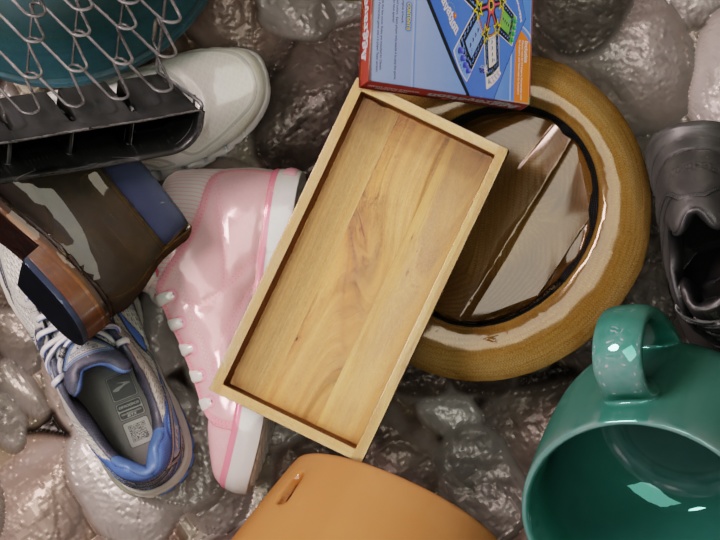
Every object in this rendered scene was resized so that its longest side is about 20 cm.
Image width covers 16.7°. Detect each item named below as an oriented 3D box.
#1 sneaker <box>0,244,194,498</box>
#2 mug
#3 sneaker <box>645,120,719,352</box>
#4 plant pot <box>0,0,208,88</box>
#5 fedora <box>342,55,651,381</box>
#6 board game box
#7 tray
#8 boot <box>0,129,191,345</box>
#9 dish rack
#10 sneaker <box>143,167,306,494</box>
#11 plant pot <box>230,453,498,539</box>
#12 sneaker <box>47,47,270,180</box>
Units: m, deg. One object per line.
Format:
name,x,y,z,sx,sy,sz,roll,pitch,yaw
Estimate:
sneaker,-0.161,0.044,1.487,0.077,0.085,0.200,-31,87,0
mug,0.186,0.106,1.434,0.152,0.114,0.185,26,128,5
sneaker,0.209,0.010,1.440,0.076,0.091,0.200,-13,130,18
plant pot,-0.190,-0.235,1.421,0.200,0.188,0.200,-2,70,7
fedora,0.079,-0.032,1.485,0.200,0.082,0.201,0,90,3
board game box,0.053,-0.198,1.435,0.103,0.019,0.200,7,78,-19
tray,0.000,0.000,1.429,0.098,0.037,0.200,25,90,4
boot,-0.190,-0.061,1.439,0.097,0.075,0.200,-38,91,-20
dish rack,-0.158,-0.149,1.341,0.153,0.055,0.200,-12,132,-26
sneaker,-0.095,0.032,1.493,0.104,0.075,0.201,7,85,4
plant pot,-0.004,0.199,1.433,0.200,0.200,0.140,25,73,3
sneaker,-0.150,-0.088,1.496,0.200,0.081,0.075,-19,85,-1
